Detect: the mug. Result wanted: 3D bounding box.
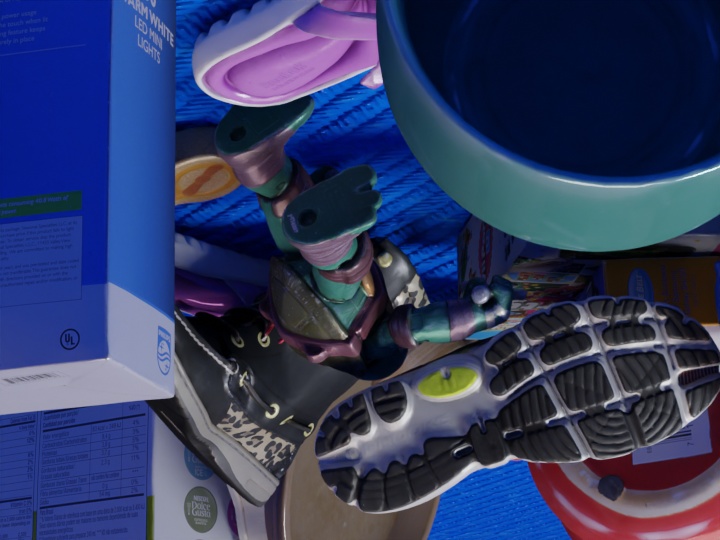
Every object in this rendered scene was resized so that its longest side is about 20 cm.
[{"bbox_3d":[0.097,-0.084,0.775,0.185,0.152,0.114,-1,165,-1],"label":"mug"}]

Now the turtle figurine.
[{"bbox_3d":[0.000,0.000,1.073,0.150,0.101,0.200,30,166,31],"label":"turtle figurine"}]

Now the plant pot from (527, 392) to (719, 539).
[{"bbox_3d":[0.200,0.106,1.366,0.200,0.201,0.182,-9,156,24],"label":"plant pot"}]

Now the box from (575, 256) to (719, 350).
[{"bbox_3d":[0.187,0.026,1.145,0.200,0.042,0.119,1,162,-6],"label":"box"}]

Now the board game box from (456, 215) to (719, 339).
[{"bbox_3d":[0.138,-0.017,1.169,0.147,0.064,0.200,1,164,-7],"label":"board game box"}]

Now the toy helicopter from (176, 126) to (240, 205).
[{"bbox_3d":[-0.143,-0.020,1.120,0.200,0.079,0.132,-20,152,17],"label":"toy helicopter"}]

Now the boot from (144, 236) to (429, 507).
[{"bbox_3d":[-0.049,0.023,1.197,0.073,0.154,0.204,37,167,34],"label":"boot"}]

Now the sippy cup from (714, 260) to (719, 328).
[{"bbox_3d":[0.232,0.030,1.025,0.130,0.178,0.140,-11,-162,10],"label":"sippy cup"}]

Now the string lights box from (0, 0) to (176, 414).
[{"bbox_3d":[-0.119,-0.055,0.766,0.103,0.200,0.059,-6,163,18],"label":"string lights box"}]

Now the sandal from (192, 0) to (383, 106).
[{"bbox_3d":[0.009,-0.094,0.913,0.082,0.050,0.203,10,160,-36],"label":"sandal"}]

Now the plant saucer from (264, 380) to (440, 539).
[{"bbox_3d":[-0.004,0.124,1.415,0.029,0.200,0.200,8,170,30],"label":"plant saucer"}]

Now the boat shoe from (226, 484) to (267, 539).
[{"bbox_3d":[-0.048,0.113,1.434,0.075,0.200,0.062,-7,-160,20],"label":"boat shoe"}]

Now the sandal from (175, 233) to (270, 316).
[{"bbox_3d":[-0.085,0.021,1.273,0.082,0.050,0.203,-14,160,37],"label":"sandal"}]

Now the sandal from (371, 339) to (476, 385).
[{"bbox_3d":[0.066,0.070,1.316,0.078,0.070,0.212,-42,172,13],"label":"sandal"}]

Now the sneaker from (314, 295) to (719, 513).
[{"bbox_3d":[0.074,0.056,1.079,0.200,0.077,0.085,-14,-176,11],"label":"sneaker"}]

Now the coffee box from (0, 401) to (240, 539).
[{"bbox_3d":[-0.140,0.169,1.536,0.200,0.198,0.200,-12,162,38],"label":"coffee box"}]
